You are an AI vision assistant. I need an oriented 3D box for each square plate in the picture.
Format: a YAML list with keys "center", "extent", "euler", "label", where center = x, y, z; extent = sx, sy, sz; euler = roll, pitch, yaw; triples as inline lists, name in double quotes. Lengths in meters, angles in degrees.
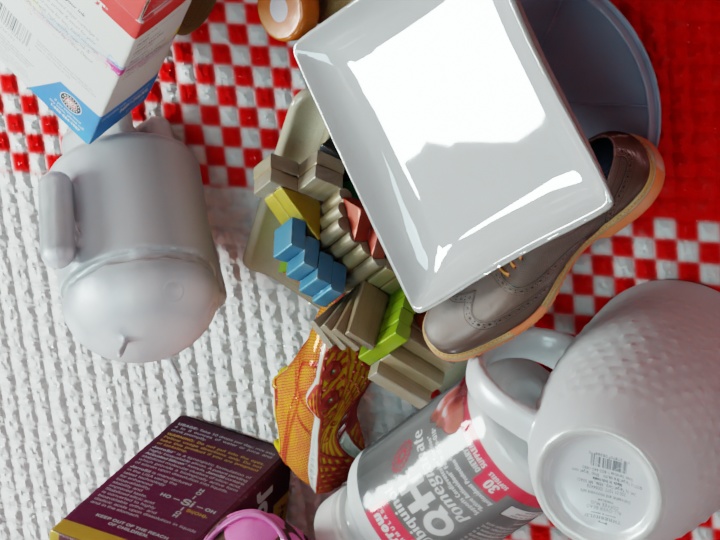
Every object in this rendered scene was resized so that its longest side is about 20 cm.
- center: [0.059, -0.097, 1.552]
  extent: [0.198, 0.028, 0.200]
  euler: [-31, 82, 47]
  label: "square plate"

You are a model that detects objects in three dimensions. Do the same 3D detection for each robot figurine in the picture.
- center: [-0.162, -0.019, 1.749]
  extent: [0.113, 0.169, 0.200]
  euler: [-32, 56, 37]
  label: "robot figurine"

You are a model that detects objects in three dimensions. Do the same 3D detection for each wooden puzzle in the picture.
- center: [0.018, -0.014, 1.716]
  extent: [0.200, 0.037, 0.185]
  euler: [30, 134, 11]
  label: "wooden puzzle"

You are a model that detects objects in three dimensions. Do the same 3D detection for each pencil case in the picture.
- center: [-0.055, 0.240, 1.792]
  extent: [0.091, 0.200, 0.094]
  euler: [-36, 66, 6]
  label: "pencil case"

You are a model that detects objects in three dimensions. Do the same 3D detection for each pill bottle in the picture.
- center: [0.061, 0.153, 1.746]
  extent: [0.200, 0.111, 0.111]
  euler: [-38, 92, 34]
  label: "pill bottle"

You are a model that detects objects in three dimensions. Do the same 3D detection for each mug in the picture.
- center: [0.165, 0.095, 1.627]
  extent: [0.200, 0.175, 0.148]
  euler: [25, 121, 15]
  label: "mug"

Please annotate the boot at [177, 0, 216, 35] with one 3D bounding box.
- center: [-0.173, -0.269, 1.697]
  extent: [0.155, 0.073, 0.200]
  euler: [13, 124, 26]
  label: "boot"

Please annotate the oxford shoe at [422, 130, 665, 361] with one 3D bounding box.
- center: [0.106, -0.021, 1.592]
  extent: [0.200, 0.073, 0.071]
  euler: [-47, 64, 14]
  label: "oxford shoe"

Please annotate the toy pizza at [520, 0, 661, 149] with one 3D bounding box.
- center: [0.110, -0.119, 1.643]
  extent: [0.200, 0.032, 0.201]
  euler: [12, 121, 22]
  label: "toy pizza"

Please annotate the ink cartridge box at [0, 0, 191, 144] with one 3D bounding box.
- center: [-0.181, -0.190, 1.661]
  extent: [0.116, 0.067, 0.200]
  euler: [44, 146, 6]
  label: "ink cartridge box"

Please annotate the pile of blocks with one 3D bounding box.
- center: [0.000, 0.000, 1.660]
  extent: [0.200, 0.082, 0.062]
  euler: [50, 137, -3]
  label: "pile of blocks"

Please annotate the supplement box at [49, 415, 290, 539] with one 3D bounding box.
- center: [-0.142, 0.216, 1.825]
  extent: [0.103, 0.200, 0.131]
  euler: [16, 119, 20]
  label: "supplement box"

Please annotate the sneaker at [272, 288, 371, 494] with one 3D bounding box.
- center: [-0.033, 0.081, 1.763]
  extent: [0.077, 0.073, 0.200]
  euler: [41, 140, 25]
  label: "sneaker"

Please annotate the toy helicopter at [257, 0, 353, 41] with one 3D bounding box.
- center: [0.016, -0.221, 1.598]
  extent: [0.200, 0.079, 0.133]
  euler: [2, 100, 45]
  label: "toy helicopter"
